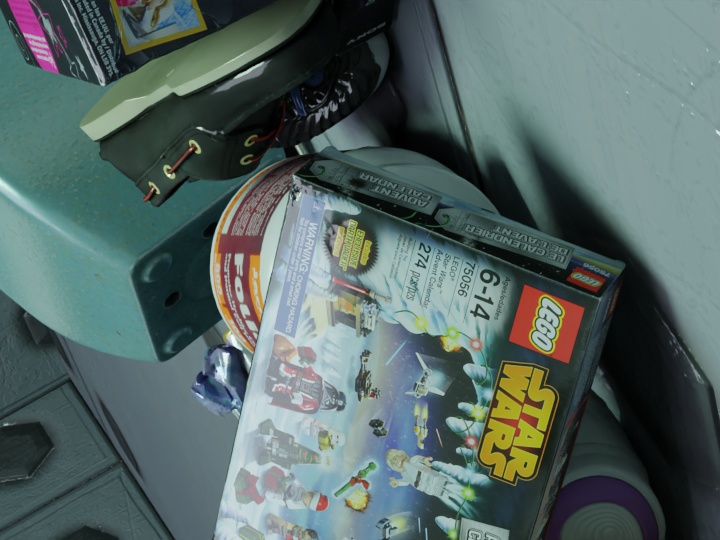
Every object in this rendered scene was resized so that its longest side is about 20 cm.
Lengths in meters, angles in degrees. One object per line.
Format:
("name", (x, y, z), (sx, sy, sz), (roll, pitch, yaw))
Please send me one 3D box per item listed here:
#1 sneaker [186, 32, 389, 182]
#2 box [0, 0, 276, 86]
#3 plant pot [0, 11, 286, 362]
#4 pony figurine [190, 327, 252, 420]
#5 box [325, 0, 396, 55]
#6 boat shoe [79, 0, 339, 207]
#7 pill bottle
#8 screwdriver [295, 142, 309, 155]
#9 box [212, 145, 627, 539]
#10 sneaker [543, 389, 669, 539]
("sneaker", (-0.039, -0.101, 1.191), (0.200, 0.077, 0.076), (-11, 105, 60))
("box", (-0.104, -0.165, 1.026), (0.133, 0.114, 0.200), (65, 168, -14))
("plant pot", (-0.141, -0.066, 1.444), (0.200, 0.196, 0.196), (44, 162, 27))
("pony figurine", (-0.024, 0.125, 1.535), (0.200, 0.166, 0.193), (54, -161, 15))
("box", (-0.028, -0.187, 1.010), (0.143, 0.036, 0.200), (59, 170, 12))
("boat shoe", (-0.059, -0.080, 1.101), (0.063, 0.074, 0.201), (48, 150, -11))
("pill bottle", (0.000, 0.000, 1.135), (0.115, 0.114, 0.200), (62, 169, -7))
("screwdriver", (-0.046, -0.094, 1.343), (0.201, 0.028, 0.029), (59, -161, 8))
("box", (0.019, 0.065, 1.007), (0.136, 0.040, 0.201), (21, 119, 15))
("sneaker", (0.110, 0.122, 1.110), (0.201, 0.074, 0.100), (76, 178, -47))
